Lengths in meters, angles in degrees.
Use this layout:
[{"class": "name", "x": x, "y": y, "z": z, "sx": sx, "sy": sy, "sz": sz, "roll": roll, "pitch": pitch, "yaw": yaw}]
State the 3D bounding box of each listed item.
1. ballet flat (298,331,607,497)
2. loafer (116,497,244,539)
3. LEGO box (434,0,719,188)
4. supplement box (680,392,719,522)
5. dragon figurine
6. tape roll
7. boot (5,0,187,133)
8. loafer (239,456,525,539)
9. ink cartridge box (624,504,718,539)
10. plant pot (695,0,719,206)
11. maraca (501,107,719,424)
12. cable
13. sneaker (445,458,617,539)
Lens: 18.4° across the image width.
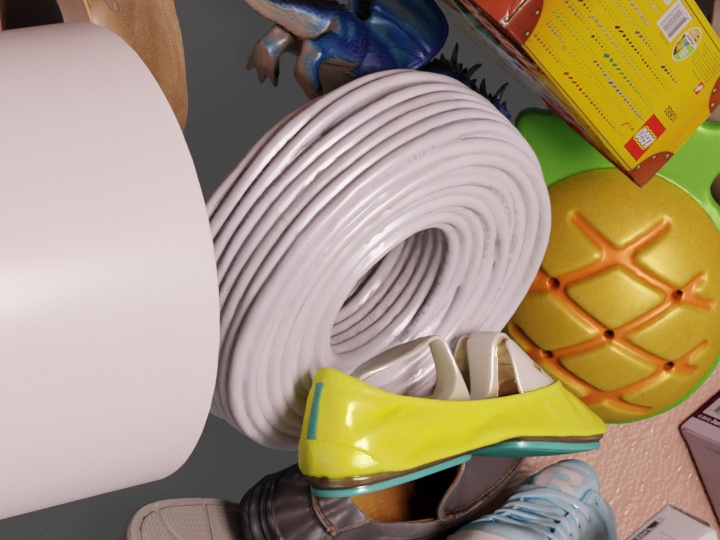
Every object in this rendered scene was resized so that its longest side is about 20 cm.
[{"class": "ballet flat", "x": 0.048, "y": 0.063, "z": 1.062, "sx": 0.199, "sy": 0.066, "sz": 0.068, "roll": -5, "pitch": 89, "yaw": -45}, {"class": "loafer", "x": -0.044, "y": 0.167, "z": 1.128, "sx": 0.199, "sy": 0.072, "sz": 0.063, "roll": 15, "pitch": 137, "yaw": -34}, {"class": "LEGO box", "x": 0.078, "y": -0.142, "z": 1.034, "sx": 0.077, "sy": 0.149, "sz": 0.200, "roll": -47, "pitch": 149, "yaw": 3}, {"class": "supplement box", "x": 0.294, "y": 0.083, "z": 1.334, "sx": 0.199, "sy": 0.061, "sz": 0.109, "roll": -36, "pitch": 119, "yaw": -21}, {"class": "dragon figurine", "x": 0.002, "y": -0.114, "z": 1.092, "sx": 0.100, "sy": 0.059, "sz": 0.200, "roll": -49, "pitch": 127, "yaw": -17}, {"class": "tape roll", "x": -0.165, "y": 0.004, "z": 0.924, "sx": 0.138, "sy": 0.202, "sz": 0.205, "roll": -12, "pitch": 108, "yaw": -31}, {"class": "boot", "x": -0.106, "y": -0.044, "z": 1.036, "sx": 0.075, "sy": 0.073, "sz": 0.202, "roll": -19, "pitch": 109, "yaw": -39}, {"class": "loafer", "x": 0.030, "y": 0.106, "z": 1.131, "sx": 0.199, "sy": 0.072, "sz": 0.073, "roll": -23, "pitch": 86, "yaw": -48}, {"class": "ink cartridge box", "x": 0.120, "y": 0.253, "z": 1.125, "sx": 0.199, "sy": 0.040, "sz": 0.201, "roll": -35, "pitch": 124, "yaw": -26}, {"class": "plant pot", "x": 0.236, "y": -0.101, "z": 1.192, "sx": 0.133, "sy": 0.200, "sz": 0.202, "roll": 13, "pitch": 94, "yaw": -8}, {"class": "maraca", "x": 0.133, "y": -0.009, "z": 1.166, "sx": 0.136, "sy": 0.107, "sz": 0.202, "roll": 3, "pitch": 116, "yaw": 2}, {"class": "cable", "x": 0.000, "y": 0.000, "z": 1.052, "sx": 0.200, "sy": 0.069, "sz": 0.200, "roll": -43, "pitch": 150, "yaw": -6}, {"class": "sneaker", "x": 0.092, "y": 0.135, "z": 1.175, "sx": 0.200, "sy": 0.073, "sz": 0.083, "roll": 36, "pitch": 69, "yaw": -73}]
